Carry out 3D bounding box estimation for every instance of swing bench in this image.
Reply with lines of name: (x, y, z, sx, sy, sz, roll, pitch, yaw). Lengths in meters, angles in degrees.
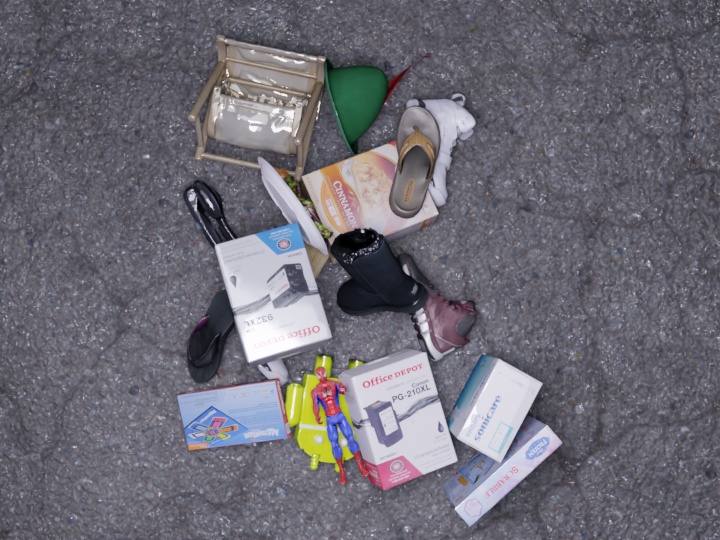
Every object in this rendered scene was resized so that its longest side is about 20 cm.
swing bench: (-0.178, -0.288, 1.546, 0.198, 0.130, 0.201, 12, 62, 2)

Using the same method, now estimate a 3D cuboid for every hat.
hat: (0.043, -0.318, 1.517, 0.175, 0.166, 0.201, -16, 62, 10)

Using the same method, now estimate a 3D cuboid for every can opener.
can opener: (-0.254, -0.068, 1.571, 0.063, 0.079, 0.201, -26, 99, 6)

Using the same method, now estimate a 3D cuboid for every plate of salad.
plate of salad: (-0.107, -0.113, 1.474, 0.048, 0.200, 0.200, -36, 87, -9)

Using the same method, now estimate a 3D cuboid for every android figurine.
android figurine: (-0.048, 0.252, 1.542, 0.181, 0.041, 0.201, 11, 84, -15)

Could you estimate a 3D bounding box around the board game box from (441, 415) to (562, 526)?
board game box: (0.232, 0.328, 1.471, 0.199, 0.200, 0.041, -42, 88, -2)

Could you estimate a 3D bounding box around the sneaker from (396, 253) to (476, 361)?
sneaker: (0.141, 0.052, 1.561, 0.115, 0.076, 0.201, -20, 95, -8)

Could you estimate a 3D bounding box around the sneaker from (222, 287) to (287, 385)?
sneaker: (-0.153, 0.095, 1.542, 0.115, 0.075, 0.201, -29, 85, -1)

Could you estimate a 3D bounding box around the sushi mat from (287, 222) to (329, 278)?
sushi mat: (-0.111, -0.023, 1.542, 0.095, 0.012, 0.200, 27, 56, 4)

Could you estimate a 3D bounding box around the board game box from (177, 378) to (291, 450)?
board game box: (-0.222, 0.252, 1.527, 0.199, 0.019, 0.104, -11, 92, 21)

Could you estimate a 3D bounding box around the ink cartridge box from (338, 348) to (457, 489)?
ink cartridge box: (0.064, 0.252, 1.509, 0.144, 0.084, 0.201, -17, 92, -17)

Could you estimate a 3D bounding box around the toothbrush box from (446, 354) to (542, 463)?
toothbrush box: (0.220, 0.227, 1.478, 0.085, 0.200, 0.147, 29, 86, 2)

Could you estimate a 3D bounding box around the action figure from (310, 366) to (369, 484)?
action figure: (-0.039, 0.259, 1.472, 0.065, 0.099, 0.201, -18, 88, -4)

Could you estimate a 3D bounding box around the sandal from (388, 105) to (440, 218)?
sandal: (0.091, -0.190, 1.502, 0.081, 0.055, 0.201, 14, 78, 1)

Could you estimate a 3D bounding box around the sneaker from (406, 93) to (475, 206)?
sneaker: (0.155, -0.221, 1.570, 0.114, 0.075, 0.201, -13, 83, 2)

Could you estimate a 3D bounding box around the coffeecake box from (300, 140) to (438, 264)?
coffeecake box: (0.015, -0.123, 1.547, 0.199, 0.073, 0.154, -22, 81, -10)

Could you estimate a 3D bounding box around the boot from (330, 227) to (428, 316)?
boot: (0.000, 0.000, 1.477, 0.168, 0.199, 0.077, 49, 57, -34)

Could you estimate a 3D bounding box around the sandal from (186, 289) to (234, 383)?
sandal: (-0.269, 0.116, 1.521, 0.075, 0.048, 0.201, 41, 122, 24)

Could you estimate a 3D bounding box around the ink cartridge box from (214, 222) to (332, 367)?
ink cartridge box: (-0.144, 0.041, 1.438, 0.144, 0.084, 0.201, -16, 81, -10)
